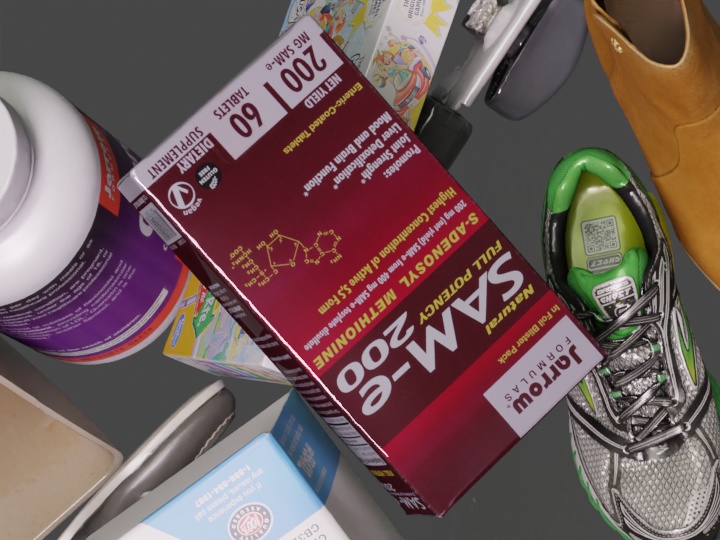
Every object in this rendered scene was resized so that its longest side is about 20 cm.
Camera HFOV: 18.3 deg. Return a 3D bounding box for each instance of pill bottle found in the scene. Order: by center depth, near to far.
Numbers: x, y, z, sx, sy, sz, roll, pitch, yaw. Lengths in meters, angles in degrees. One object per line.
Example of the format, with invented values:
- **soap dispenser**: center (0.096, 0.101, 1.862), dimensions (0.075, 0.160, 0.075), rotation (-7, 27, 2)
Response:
- **pill bottle**: center (-0.159, -0.026, 1.069), dimensions (0.112, 0.200, 0.112), rotation (-4, 76, 14)

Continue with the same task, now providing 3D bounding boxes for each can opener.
- **can opener**: center (0.042, -0.063, 1.097), dimensions (0.066, 0.053, 0.200), rotation (36, 93, -15)

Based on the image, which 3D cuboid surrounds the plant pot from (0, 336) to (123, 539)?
- **plant pot**: center (-0.275, 0.069, 1.092), dimensions (0.200, 0.200, 0.177), rotation (-42, 58, 2)

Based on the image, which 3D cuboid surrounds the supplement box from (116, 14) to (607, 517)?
- **supplement box**: center (0.000, 0.000, 0.979), dimensions (0.109, 0.061, 0.200), rotation (-43, 96, -12)

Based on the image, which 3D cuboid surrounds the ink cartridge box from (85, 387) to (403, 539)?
- **ink cartridge box**: center (-0.026, 0.177, 0.997), dimensions (0.129, 0.125, 0.200), rotation (-37, 92, 5)

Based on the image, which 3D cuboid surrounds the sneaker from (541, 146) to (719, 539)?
- **sneaker**: center (0.120, 0.037, 1.037), dimensions (0.078, 0.085, 0.200), rotation (-19, 73, 10)

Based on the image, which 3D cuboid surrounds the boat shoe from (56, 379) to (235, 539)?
- **boat shoe**: center (-0.120, 0.140, 1.094), dimensions (0.057, 0.067, 0.200), rotation (44, 96, 0)

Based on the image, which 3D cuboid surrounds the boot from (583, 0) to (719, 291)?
- **boot**: center (0.156, -0.066, 1.022), dimensions (0.071, 0.144, 0.201), rotation (-31, 71, 7)

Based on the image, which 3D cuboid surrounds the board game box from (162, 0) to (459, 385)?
- **board game box**: center (-0.025, -0.045, 1.079), dimensions (0.034, 0.134, 0.200), rotation (23, 80, -23)
